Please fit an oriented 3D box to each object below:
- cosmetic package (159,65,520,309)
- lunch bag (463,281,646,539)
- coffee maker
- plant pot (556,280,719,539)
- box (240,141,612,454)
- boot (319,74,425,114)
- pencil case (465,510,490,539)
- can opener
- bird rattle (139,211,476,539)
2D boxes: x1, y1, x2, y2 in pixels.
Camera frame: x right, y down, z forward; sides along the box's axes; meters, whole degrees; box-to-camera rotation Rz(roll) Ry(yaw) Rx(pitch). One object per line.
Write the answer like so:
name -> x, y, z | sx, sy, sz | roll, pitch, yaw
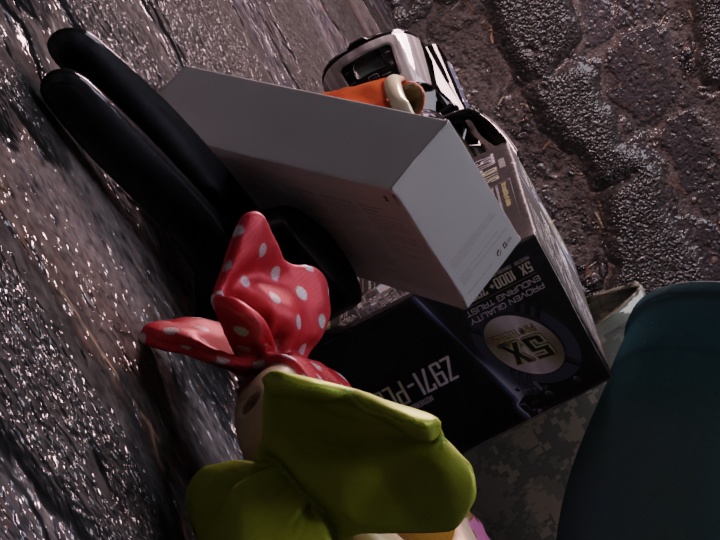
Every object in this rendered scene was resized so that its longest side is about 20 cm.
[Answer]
cosmetic package -> -0.020, -0.045, 1.025 | 0.200, 0.051, 0.083 | 17, -28, 47
lunch bag -> 0.121, 0.118, 1.249 | 0.164, 0.200, 0.118 | 61, 8, -7
coffee maker -> 0.051, -0.082, 1.838 | 0.192, 0.135, 0.200 | 94, -21, -56
plant pot -> 0.177, 0.139, 1.005 | 0.200, 0.188, 0.200 | 27, -22, 12
box -> 0.032, 0.026, 1.102 | 0.086, 0.164, 0.200 | 60, 7, -14
boot -> 0.004, -0.110, 1.608 | 0.075, 0.107, 0.200 | 60, 6, -10
pencil case -> 0.045, 0.183, 0.941 | 0.200, 0.086, 0.083 | 62, -10, -3
can opener -> -0.080, -0.041, 0.983 | 0.200, 0.079, 0.063 | 47, 23, -33
bird rattle -> -0.015, 0.081, 0.837 | 0.163, 0.113, 0.200 | 45, 4, -23
